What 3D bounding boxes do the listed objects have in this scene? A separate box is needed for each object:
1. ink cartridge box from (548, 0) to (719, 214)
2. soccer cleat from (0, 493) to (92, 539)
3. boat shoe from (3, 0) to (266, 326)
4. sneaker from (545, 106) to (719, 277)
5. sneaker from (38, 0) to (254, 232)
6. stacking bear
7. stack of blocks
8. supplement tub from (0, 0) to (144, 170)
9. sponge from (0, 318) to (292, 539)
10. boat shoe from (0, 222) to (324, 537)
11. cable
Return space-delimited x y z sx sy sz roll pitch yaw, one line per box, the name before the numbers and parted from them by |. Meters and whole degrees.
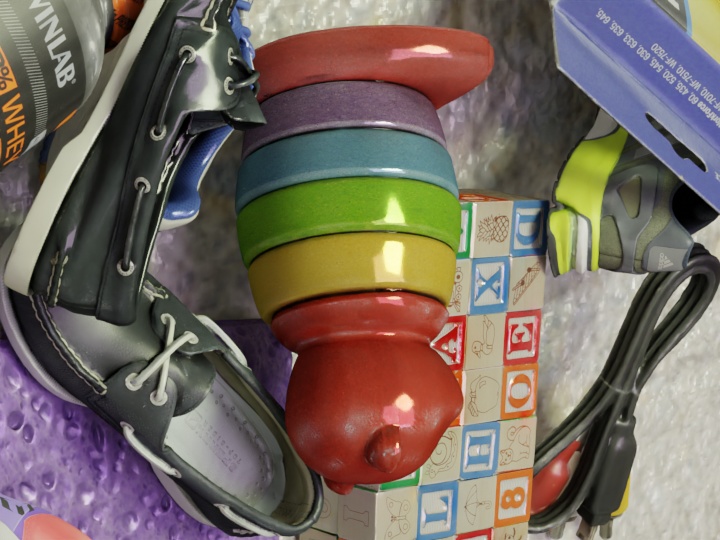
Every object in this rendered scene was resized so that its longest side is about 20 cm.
ink cartridge box | 0.167 -0.125 1.180 0.197 0.047 0.201 37 31 -32
soccer cleat | -0.136 0.147 1.000 0.068 0.073 0.200 -43 164 -14
boat shoe | -0.073 -0.067 0.943 0.066 0.075 0.200 29 85 2
sneaker | 0.164 -0.061 1.231 0.074 0.080 0.200 87 23 -45
sneaker | -0.071 -0.106 1.029 0.075 0.088 0.201 24 80 -41
stacking bear | 0.000 0.000 1.052 0.113 0.121 0.201 5 71 -29
stack of blocks | 0.033 0.061 1.176 0.115 0.058 0.201 -4 100 -43
supplement tub | -0.187 -0.082 0.901 0.200 0.122 0.123 -42 124 -29
sponge | -0.117 0.082 1.062 0.199 0.030 0.112 -2 98 -42
boat shoe | -0.085 0.050 1.025 0.200 0.060 0.076 46 66 -36
cable | 0.128 0.071 1.244 0.097 0.050 0.201 1 116 -31
